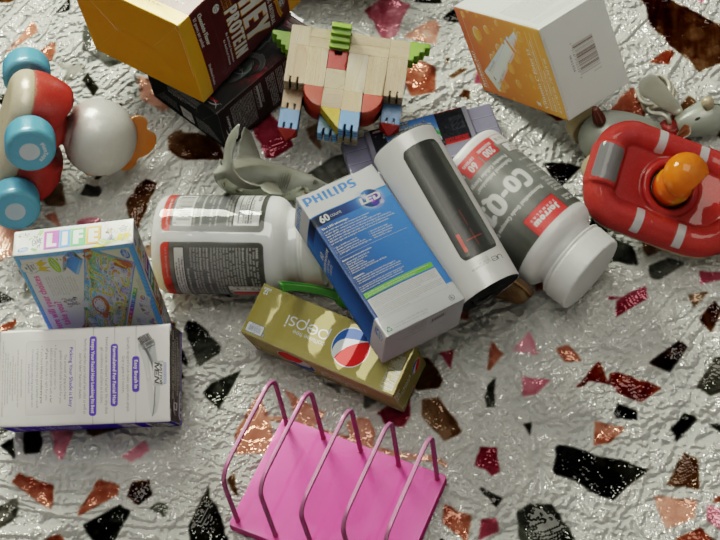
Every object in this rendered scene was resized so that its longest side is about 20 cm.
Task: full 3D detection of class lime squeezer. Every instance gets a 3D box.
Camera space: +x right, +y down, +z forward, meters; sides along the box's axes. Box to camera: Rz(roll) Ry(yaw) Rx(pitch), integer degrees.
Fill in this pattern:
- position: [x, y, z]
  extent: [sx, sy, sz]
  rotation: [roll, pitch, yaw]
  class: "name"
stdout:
- position: [0.000, 0.000, 1.701]
  extent: [0.198, 0.071, 0.038]
  rotation: [-27, 17, -18]
  class: "lime squeezer"

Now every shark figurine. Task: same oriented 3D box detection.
- position: [-0.137, -0.129, 1.772]
  extent: [0.127, 0.214, 0.091]
  rotation: [-2, 85, 24]
  class: "shark figurine"

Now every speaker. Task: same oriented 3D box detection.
- position: [0.095, -0.057, 1.650]
  extent: [0.081, 0.081, 0.201]
  rotation: [-26, 77, -12]
  class: "speaker"

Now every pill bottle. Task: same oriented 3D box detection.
- position: [-0.137, -0.029, 1.740]
  extent: [0.197, 0.116, 0.117]
  rotation: [1, 55, 7]
  class: "pill bottle"
- position: [0.190, -0.058, 1.710]
  extent: [0.200, 0.114, 0.114]
  rotation: [41, 68, 18]
  class: "pill bottle"

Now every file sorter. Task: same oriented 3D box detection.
- position: [-0.029, 0.217, 1.550]
  extent: [0.198, 0.126, 0.140]
  rotation: [17, 59, 18]
  class: "file sorter"

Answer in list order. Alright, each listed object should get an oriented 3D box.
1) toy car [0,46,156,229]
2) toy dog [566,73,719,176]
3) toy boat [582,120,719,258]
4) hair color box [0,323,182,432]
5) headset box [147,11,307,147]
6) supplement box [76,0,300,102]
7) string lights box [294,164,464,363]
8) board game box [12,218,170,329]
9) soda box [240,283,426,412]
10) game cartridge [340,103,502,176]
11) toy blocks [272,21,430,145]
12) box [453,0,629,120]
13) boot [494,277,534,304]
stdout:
- position: [-0.355, -0.154, 1.856]
  extent: [0.198, 0.178, 0.185]
  rotation: [9, 37, -21]
  class: "toy car"
- position: [0.341, -0.184, 1.800]
  extent: [0.199, 0.097, 0.132]
  rotation: [-34, 60, -15]
  class: "toy dog"
- position: [0.359, -0.097, 1.690]
  extent: [0.198, 0.131, 0.132]
  rotation: [19, 79, -4]
  class: "toy boat"
- position: [-0.302, 0.122, 1.668]
  extent: [0.197, 0.065, 0.111]
  rotation: [-2, 79, 7]
  class: "hair color box"
- position: [-0.158, -0.275, 1.937]
  extent: [0.148, 0.078, 0.200]
  rotation: [37, 68, 28]
  class: "headset box"
- position: [-0.219, -0.356, 1.874]
  extent: [0.196, 0.133, 0.200]
  rotation: [27, 63, 27]
  class: "supplement box"
- position: [0.018, -0.011, 1.631]
  extent: [0.102, 0.059, 0.201]
  rotation: [-24, 62, -18]
  class: "string lights box"
- position: [-0.297, 0.022, 1.672]
  extent: [0.133, 0.201, 0.035]
  rotation: [-6, 54, 2]
  class: "board game box"
- position: [-0.030, 0.087, 1.668]
  extent: [0.198, 0.068, 0.065]
  rotation: [22, 77, 20]
  class: "soda box"
- position: [0.083, -0.133, 1.837]
  extent: [0.197, 0.039, 0.131]
  rotation: [-15, 59, -4]
  class: "game cartridge"
- position: [-0.021, -0.220, 1.834]
  extent: [0.197, 0.100, 0.139]
  rotation: [8, 75, 0]
  class: "toy blocks"
- position: [0.218, -0.278, 1.816]
  extent: [0.097, 0.125, 0.200]
  rotation: [-32, 28, -15]
  class: "box"
- position: [0.103, 0.017, 1.717]
  extent: [0.198, 0.074, 0.076]
  rotation: [15, 73, 25]
  class: "boot"
